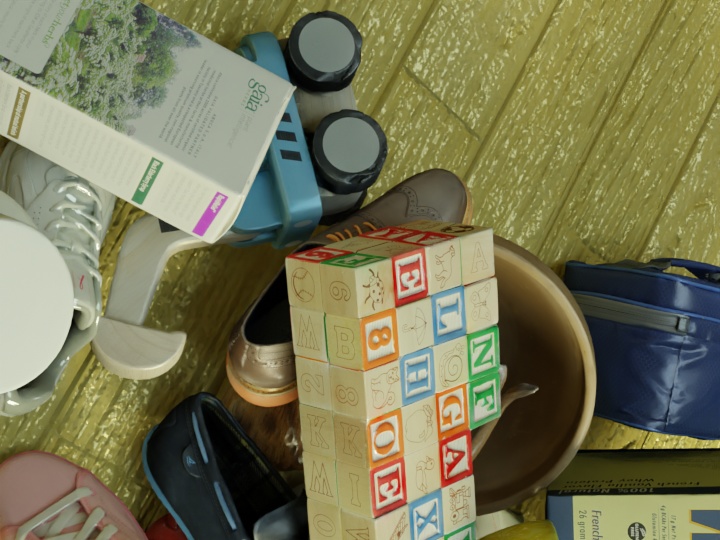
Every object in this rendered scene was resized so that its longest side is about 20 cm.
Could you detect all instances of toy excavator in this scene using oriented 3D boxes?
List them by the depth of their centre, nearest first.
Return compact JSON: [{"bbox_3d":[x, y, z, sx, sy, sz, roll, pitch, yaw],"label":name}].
[{"bbox_3d":[-0.084,-0.045,0.929,0.198,0.100,0.197,-12,79,-12],"label":"toy excavator"}]

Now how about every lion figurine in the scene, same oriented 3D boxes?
[{"bbox_3d":[0.005,0.097,0.966,0.072,0.198,0.124,8,99,-77],"label":"lion figurine"}]

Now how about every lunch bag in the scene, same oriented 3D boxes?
[{"bbox_3d":[0.250,0.057,1.176,0.199,0.135,0.134,11,91,-41],"label":"lunch bag"}]

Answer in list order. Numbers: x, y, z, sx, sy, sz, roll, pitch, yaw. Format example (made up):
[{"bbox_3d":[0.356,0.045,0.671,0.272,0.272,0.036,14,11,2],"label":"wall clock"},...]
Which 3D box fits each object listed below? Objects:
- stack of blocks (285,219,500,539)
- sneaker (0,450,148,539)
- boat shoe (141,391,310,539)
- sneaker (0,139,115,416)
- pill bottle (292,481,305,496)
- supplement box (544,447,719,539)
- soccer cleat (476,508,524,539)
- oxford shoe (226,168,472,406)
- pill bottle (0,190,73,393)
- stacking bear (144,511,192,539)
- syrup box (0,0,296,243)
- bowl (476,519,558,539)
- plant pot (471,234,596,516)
[{"bbox_3d":[0.025,0.081,0.874,0.114,0.058,0.203,-16,107,-43],"label":"stack of blocks"},{"bbox_3d":[-0.144,0.172,0.857,0.075,0.105,0.201,-32,73,-23],"label":"sneaker"},{"bbox_3d":[-0.058,0.162,0.911,0.200,0.069,0.084,45,31,8],"label":"boat shoe"},{"bbox_3d":[-0.173,-0.006,0.868,0.077,0.099,0.202,18,86,-37],"label":"sneaker"},{"bbox_3d":[0.021,0.238,1.045,0.200,0.111,0.112,42,72,-33],"label":"pill bottle"},{"bbox_3d":[0.231,0.207,1.062,0.197,0.200,0.136,-2,91,8],"label":"supplement box"},{"bbox_3d":[0.109,0.227,1.140,0.078,0.069,0.201,-45,118,-26],"label":"soccer cleat"},{"bbox_3d":[0.000,0.000,0.912,0.200,0.071,0.073,-45,163,-22],"label":"oxford shoe"},{"bbox_3d":[-0.226,0.004,0.765,0.111,0.199,0.114,-6,101,-36],"label":"pill bottle"},{"bbox_3d":[-0.124,0.250,0.941,0.121,0.113,0.202,45,57,-54],"label":"stacking bear"},{"bbox_3d":[-0.145,-0.102,0.829,0.199,0.081,0.079,28,65,-10],"label":"syrup box"},{"bbox_3d":[0.071,0.257,0.928,0.106,0.200,0.203,-2,100,0],"label":"bowl"},{"bbox_3d":[0.064,0.060,1.037,0.093,0.198,0.203,-60,142,-71],"label":"plant pot"}]
